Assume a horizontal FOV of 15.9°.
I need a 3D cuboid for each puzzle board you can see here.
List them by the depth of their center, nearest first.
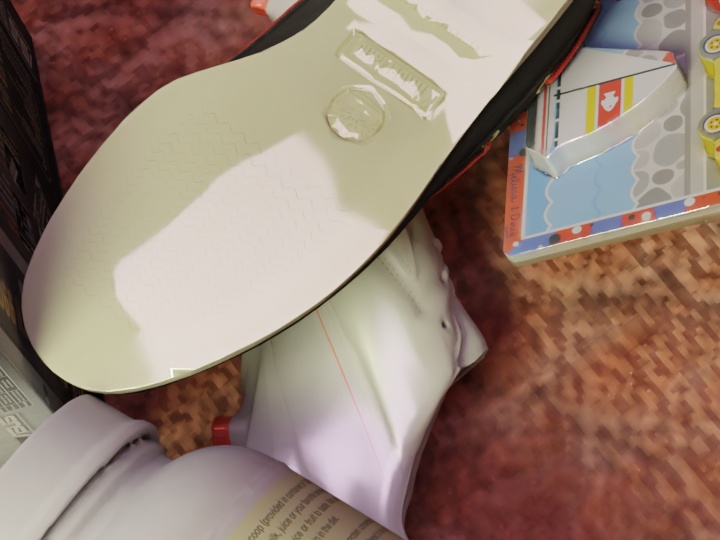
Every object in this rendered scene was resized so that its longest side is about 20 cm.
[{"bbox_3d":[0.113,-0.095,0.729,0.150,0.017,0.200,-13,45,21],"label":"puzzle board"}]

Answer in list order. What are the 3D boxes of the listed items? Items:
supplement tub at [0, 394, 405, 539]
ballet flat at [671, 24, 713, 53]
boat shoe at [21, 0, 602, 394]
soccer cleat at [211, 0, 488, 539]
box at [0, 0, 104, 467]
[{"bbox_3d":[-0.018,0.135,0.655,0.200,0.145,0.145,32,80,7],"label":"supplement tub"},{"bbox_3d":[0.161,-0.076,0.751,0.200,0.067,0.062,-33,91,0],"label":"ballet flat"},{"bbox_3d":[-0.006,-0.038,0.696,0.074,0.063,0.201,43,81,12],"label":"boat shoe"},{"bbox_3d":[0.000,0.000,0.756,0.077,0.069,0.200,2,80,6],"label":"soccer cleat"},{"bbox_3d":[-0.121,-0.029,0.714,0.048,0.200,0.159,-13,71,2],"label":"box"}]
